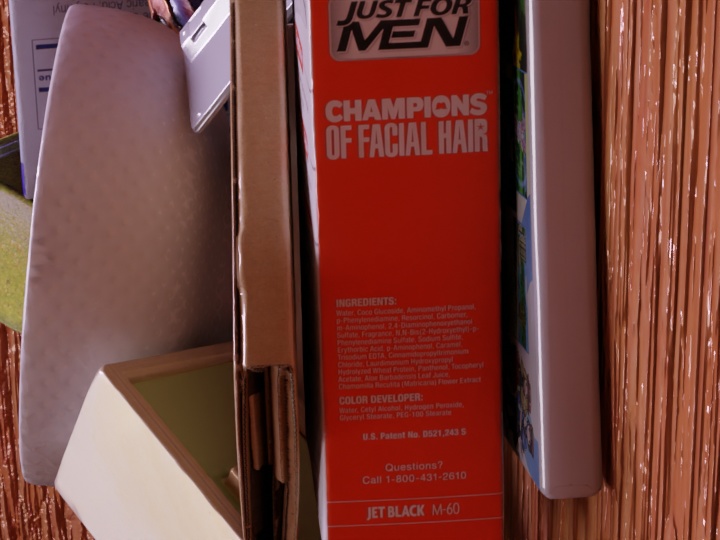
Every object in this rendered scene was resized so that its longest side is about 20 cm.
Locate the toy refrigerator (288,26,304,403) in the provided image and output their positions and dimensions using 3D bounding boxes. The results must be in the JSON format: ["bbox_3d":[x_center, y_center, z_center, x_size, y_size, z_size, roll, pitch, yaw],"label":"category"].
[{"bbox_3d":[0.000,0.000,1.140,0.076,0.070,0.200,-22,-71,-75],"label":"toy refrigerator"}]

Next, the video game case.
[{"bbox_3d":[0.052,-0.044,0.933,0.182,0.022,0.200,-120,28,-78],"label":"video game case"}]

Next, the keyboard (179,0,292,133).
[{"bbox_3d":[-0.012,-0.135,1.056,0.200,0.011,0.056,-50,38,32],"label":"keyboard"}]

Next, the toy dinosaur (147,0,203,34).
[{"bbox_3d":[-0.045,-0.160,1.152,0.200,0.105,0.182,-56,-16,-75],"label":"toy dinosaur"}]

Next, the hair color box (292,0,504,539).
[{"bbox_3d":[0.012,-0.018,0.927,0.111,0.064,0.200,-102,9,-70],"label":"hair color box"}]

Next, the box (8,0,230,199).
[{"bbox_3d":[-0.073,-0.147,1.300,0.105,0.184,0.200,-106,14,-60],"label":"box"}]

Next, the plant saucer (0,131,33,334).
[{"bbox_3d":[-0.105,-0.023,1.357,0.200,0.200,0.048,-29,-40,-53],"label":"plant saucer"}]

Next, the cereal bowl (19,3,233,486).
[{"bbox_3d":[-0.090,-0.007,1.170,0.200,0.083,0.201,-175,90,-89],"label":"cereal bowl"}]

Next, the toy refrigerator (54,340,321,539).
[{"bbox_3d":[-0.024,0.114,1.049,0.200,0.076,0.070,48,130,32],"label":"toy refrigerator"}]

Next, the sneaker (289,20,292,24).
[{"bbox_3d":[-0.015,-0.019,1.236,0.077,0.084,0.200,-14,84,56],"label":"sneaker"}]

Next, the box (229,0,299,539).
[{"bbox_3d":[-0.033,-0.011,0.974,0.164,0.021,0.200,90,177,-58],"label":"box"}]
